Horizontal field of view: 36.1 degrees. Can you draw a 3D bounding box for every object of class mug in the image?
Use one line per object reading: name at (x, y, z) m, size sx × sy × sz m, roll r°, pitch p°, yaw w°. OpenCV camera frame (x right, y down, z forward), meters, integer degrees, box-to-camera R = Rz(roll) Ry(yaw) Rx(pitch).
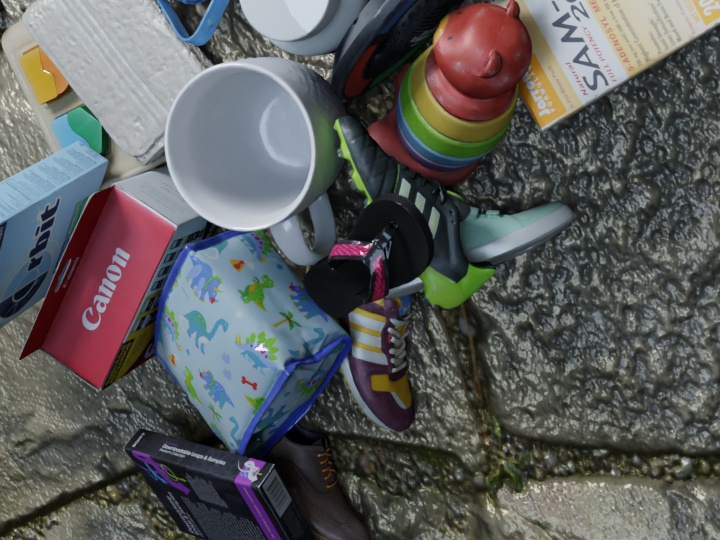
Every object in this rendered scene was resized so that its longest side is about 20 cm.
mug at (-0.074, -0.102, 1.052) m, size 0.146 × 0.175 × 0.203 m, roll -18°, pitch 97°, yaw 19°

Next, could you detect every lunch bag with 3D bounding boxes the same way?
lunch bag at (-0.123, 0.083, 1.117) m, size 0.170 × 0.127 × 0.201 m, roll 49°, pitch 130°, yaw 18°

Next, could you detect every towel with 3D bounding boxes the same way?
towel at (-0.237, -0.219, 1.114) m, size 0.132 × 0.034 × 0.201 m, roll -36°, pitch 94°, yaw 20°

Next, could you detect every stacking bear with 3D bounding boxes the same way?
stacking bear at (0.087, -0.160, 0.966) m, size 0.113 × 0.200 × 0.123 m, roll 30°, pitch 68°, yaw -2°

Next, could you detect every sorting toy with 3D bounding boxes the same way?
sorting toy at (-0.273, -0.195, 1.163) m, size 0.183 × 0.036 × 0.203 m, roll -21°, pitch 96°, yaw 20°

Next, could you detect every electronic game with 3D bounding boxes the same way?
electronic game at (0.048, -0.226, 0.974) m, size 0.042 × 0.200 × 0.200 m, roll 46°, pitch 110°, yaw 4°

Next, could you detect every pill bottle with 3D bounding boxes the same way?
pill bottle at (-0.036, -0.251, 0.993) m, size 0.110 × 0.200 × 0.114 m, roll 4°, pitch 104°, yaw 15°

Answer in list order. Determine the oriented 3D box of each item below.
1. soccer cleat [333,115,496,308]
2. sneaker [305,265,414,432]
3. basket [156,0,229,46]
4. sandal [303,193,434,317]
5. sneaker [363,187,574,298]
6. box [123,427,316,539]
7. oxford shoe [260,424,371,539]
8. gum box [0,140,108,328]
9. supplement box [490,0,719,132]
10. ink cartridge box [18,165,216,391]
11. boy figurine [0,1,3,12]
soccer cleat at (0.048, -0.061, 0.995) m, size 0.080 × 0.068 × 0.202 m, roll -33°, pitch 101°, yaw 3°
sneaker at (0.021, 0.065, 1.115) m, size 0.089 × 0.075 × 0.202 m, roll -24°, pitch 96°, yaw 25°
basket at (-0.152, -0.330, 1.024) m, size 0.177 × 0.138 × 0.201 m, roll -53°, pitch 48°, yaw 20°
sandal at (0.000, 0.000, 0.981) m, size 0.075 × 0.045 × 0.200 m, roll 48°, pitch 142°, yaw -1°
sneaker at (0.099, -0.060, 1.061) m, size 0.197 × 0.074 × 0.120 m, roll -18°, pitch 81°, yaw 4°
box at (-0.144, 0.240, 1.159) m, size 0.197 × 0.036 × 0.144 m, roll 7°, pitch 135°, yaw 36°
oxford shoe at (-0.052, 0.222, 1.176) m, size 0.200 × 0.071 × 0.073 m, roll 46°, pitch 106°, yaw 3°
gum box at (-0.348, -0.022, 1.121) m, size 0.044 × 0.200 × 0.171 m, roll 32°, pitch 122°, yaw 7°
supplement box at (0.219, -0.230, 0.989) m, size 0.198 × 0.073 × 0.127 m, roll -31°, pitch 92°, yaw 21°
ink cartridge box at (-0.239, 0.010, 1.126) m, size 0.083 × 0.175 × 0.202 m, roll 31°, pitch 110°, yaw 7°
boy figurine at (-0.478, -0.244, 1.199) m, size 0.199 × 0.064 × 0.125 m, roll -36°, pitch 91°, yaw 21°
